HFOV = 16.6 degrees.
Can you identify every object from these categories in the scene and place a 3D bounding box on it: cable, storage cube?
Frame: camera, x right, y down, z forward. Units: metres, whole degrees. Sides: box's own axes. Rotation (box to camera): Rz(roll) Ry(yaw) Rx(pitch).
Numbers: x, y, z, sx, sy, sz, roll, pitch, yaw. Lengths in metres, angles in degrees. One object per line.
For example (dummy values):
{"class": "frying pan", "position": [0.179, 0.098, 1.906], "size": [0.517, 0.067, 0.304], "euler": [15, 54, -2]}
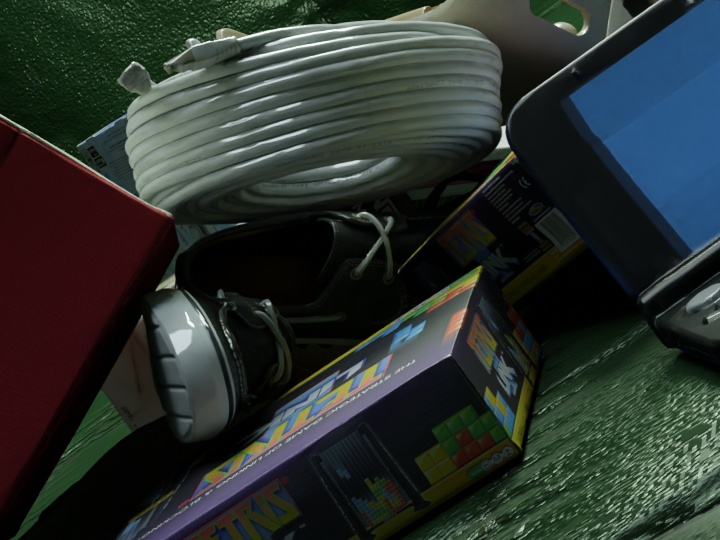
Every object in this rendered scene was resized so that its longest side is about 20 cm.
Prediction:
{"class": "cable", "position": [-0.021, -0.074, 1.265], "size": [0.199, 0.069, 0.200], "euler": [-11, -8, -4]}
{"class": "storage cube", "position": [-0.205, 0.015, 1.209], "size": [0.180, 0.171, 0.200], "euler": [-60, 1, -4]}

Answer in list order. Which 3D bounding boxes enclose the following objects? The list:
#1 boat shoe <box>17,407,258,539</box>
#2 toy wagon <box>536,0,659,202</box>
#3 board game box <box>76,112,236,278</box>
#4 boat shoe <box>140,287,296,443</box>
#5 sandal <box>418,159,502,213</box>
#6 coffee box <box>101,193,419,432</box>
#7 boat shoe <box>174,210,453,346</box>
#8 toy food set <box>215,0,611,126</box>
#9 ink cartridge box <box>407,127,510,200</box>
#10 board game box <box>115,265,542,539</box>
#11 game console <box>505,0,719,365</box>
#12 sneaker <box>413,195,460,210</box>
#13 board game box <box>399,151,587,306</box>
{"class": "boat shoe", "position": [-0.129, 0.134, 1.260], "size": [0.200, 0.076, 0.072], "euler": [-35, 5, -10]}
{"class": "toy wagon", "position": [0.165, -0.091, 1.069], "size": [0.200, 0.155, 0.040], "euler": [-36, -20, -3]}
{"class": "board game box", "position": [-0.103, -0.023, 1.663], "size": [0.043, 0.199, 0.200], "euler": [-35, 7, -16]}
{"class": "boat shoe", "position": [-0.067, 0.036, 1.198], "size": [0.071, 0.072, 0.200], "euler": [-12, 7, -6]}
{"class": "sandal", "position": [0.075, -0.032, 1.386], "size": [0.200, 0.075, 0.045], "euler": [-28, 43, 2]}
{"class": "coffee box", "position": [-0.047, 0.028, 1.412], "size": [0.200, 0.113, 0.080], "euler": [-40, 9, -32]}
{"class": "boat shoe", "position": [0.000, 0.000, 1.309], "size": [0.199, 0.072, 0.068], "euler": [-6, -25, -1]}
{"class": "toy food set", "position": [0.038, -0.128, 1.369], "size": [0.200, 0.061, 0.143], "euler": [-14, -24, 42]}
{"class": "ink cartridge box", "position": [0.089, -0.087, 1.517], "size": [0.199, 0.037, 0.095], "euler": [-9, 32, -10]}
{"class": "board game box", "position": [-0.018, 0.089, 1.108], "size": [0.200, 0.057, 0.165], "euler": [-34, 6, 13]}
{"class": "game console", "position": [0.177, -0.068, 0.980], "size": [0.200, 0.118, 0.171], "euler": [-36, 7, -3]}
{"class": "sneaker", "position": [-0.014, 0.003, 1.538], "size": [0.200, 0.085, 0.078], "euler": [-36, 6, -8]}
{"class": "board game box", "position": [0.115, -0.060, 1.211], "size": [0.165, 0.057, 0.200], "euler": [-46, 0, -22]}
